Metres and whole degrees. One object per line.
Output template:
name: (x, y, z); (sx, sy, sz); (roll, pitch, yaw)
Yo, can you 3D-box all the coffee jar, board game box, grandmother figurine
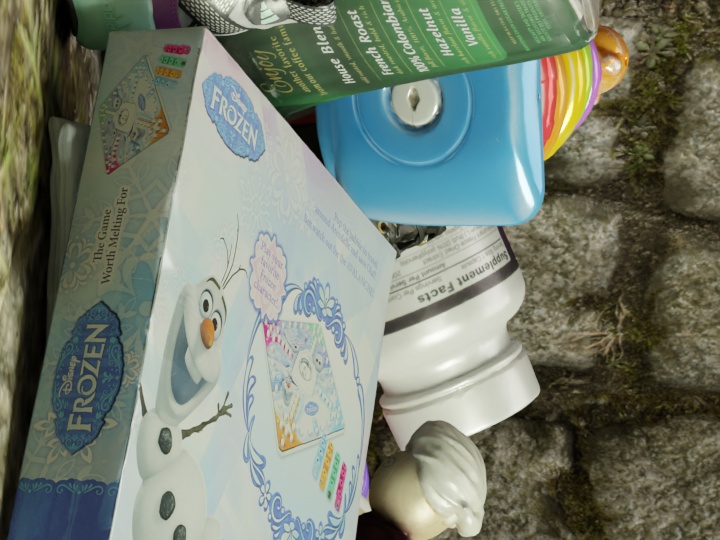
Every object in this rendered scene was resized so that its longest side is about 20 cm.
coffee jar: (-0.006, -0.120, 0.887); (0.085, 0.200, 0.104); (54, 30, -46)
board game box: (-0.050, 0.045, 0.795); (0.200, 0.043, 0.199); (48, 47, -59)
grandmother figurine: (-0.016, 0.144, 0.937); (0.061, 0.200, 0.121); (50, -20, -17)

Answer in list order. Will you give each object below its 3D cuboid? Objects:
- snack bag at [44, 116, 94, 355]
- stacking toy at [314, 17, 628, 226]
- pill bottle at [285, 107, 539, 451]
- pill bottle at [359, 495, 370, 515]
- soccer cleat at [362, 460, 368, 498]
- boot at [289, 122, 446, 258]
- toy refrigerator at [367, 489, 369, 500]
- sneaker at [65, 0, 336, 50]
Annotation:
snack bag: (-0.072, 0.049, 0.827); (0.189, 0.021, 0.200); (4, 86, -68)
stacking toy: (0.074, -0.093, 1.017); (0.200, 0.110, 0.116); (-20, 110, -56)
pill bottle: (0.020, -0.012, 1.135); (0.111, 0.111, 0.200); (-73, 141, -81)
pill bottle: (-0.047, 0.203, 1.037); (0.111, 0.111, 0.200); (88, 4, -48)
soccer cleat: (-0.021, 0.062, 1.186); (0.068, 0.073, 0.200); (-63, -147, 30)
boot: (0.000, 0.000, 0.996); (0.078, 0.138, 0.200); (110, -35, -55)
toy refrigerator: (-0.018, 0.194, 1.171); (0.076, 0.070, 0.200); (60, 13, -52)
sneaker: (-0.033, -0.162, 0.829); (0.078, 0.140, 0.200); (86, 6, -56)
